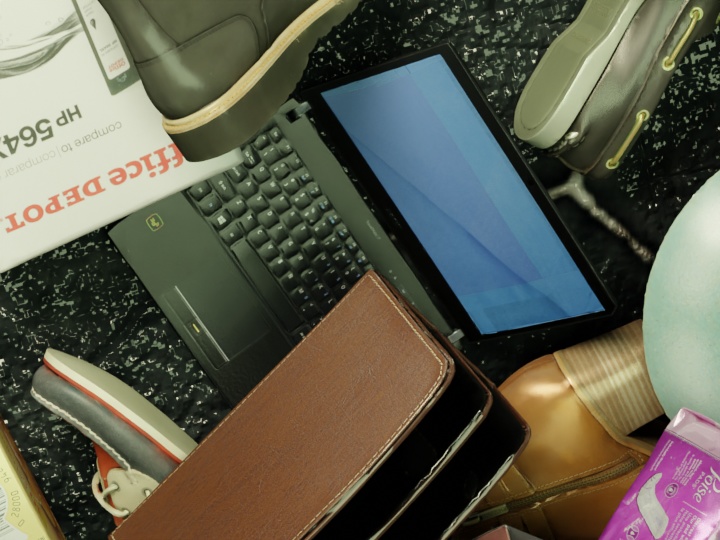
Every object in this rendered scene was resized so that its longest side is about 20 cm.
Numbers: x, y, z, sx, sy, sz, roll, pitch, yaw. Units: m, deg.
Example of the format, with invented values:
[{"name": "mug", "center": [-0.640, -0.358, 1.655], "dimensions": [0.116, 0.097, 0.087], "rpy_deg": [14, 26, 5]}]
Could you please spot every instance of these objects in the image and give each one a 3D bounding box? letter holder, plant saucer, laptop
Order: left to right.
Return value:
[{"name": "letter holder", "center": [-0.012, 0.123, 1.238], "dimensions": [0.200, 0.142, 0.101], "rpy_deg": [-45, 116, 2]}, {"name": "laptop", "center": [0.000, 0.000, 1.303], "dimensions": [0.199, 0.103, 0.178], "rpy_deg": [-36, 108, -3]}, {"name": "plant saucer", "center": [0.251, 0.025, 1.321], "dimensions": [0.200, 0.039, 0.202], "rpy_deg": [-4, 108, -14]}]

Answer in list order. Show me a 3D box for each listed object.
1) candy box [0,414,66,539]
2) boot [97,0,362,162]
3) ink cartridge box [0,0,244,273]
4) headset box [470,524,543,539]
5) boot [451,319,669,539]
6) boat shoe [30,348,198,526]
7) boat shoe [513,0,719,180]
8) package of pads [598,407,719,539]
[{"name": "candy box", "center": [-0.176, 0.162, 1.292], "dimensions": [0.055, 0.115, 0.201], "rpy_deg": [-26, 108, -6]}, {"name": "boot", "center": [-0.066, -0.168, 1.202], "dimensions": [0.077, 0.200, 0.139], "rpy_deg": [-16, 122, 33]}, {"name": "ink cartridge box", "center": [-0.162, -0.121, 1.244], "dimensions": [0.145, 0.084, 0.201], "rpy_deg": [-25, 107, -8]}, {"name": "headset box", "center": [0.104, 0.232, 1.298], "dimensions": [0.077, 0.201, 0.149], "rpy_deg": [-28, 150, 23]}, {"name": "boot", "center": [0.126, 0.136, 1.391], "dimensions": [0.154, 0.074, 0.201], "rpy_deg": [-28, 110, 3]}, {"name": "boat shoe", "center": [-0.106, 0.118, 1.327], "dimensions": [0.200, 0.071, 0.063], "rpy_deg": [41, 94, -23]}, {"name": "boat shoe", "center": [0.162, -0.143, 1.328], "dimensions": [0.060, 0.072, 0.202], "rpy_deg": [30, 102, -22]}, {"name": "package of pads", "center": [0.214, 0.171, 1.328], "dimensions": [0.200, 0.076, 0.121], "rpy_deg": [34, 87, -40]}]
